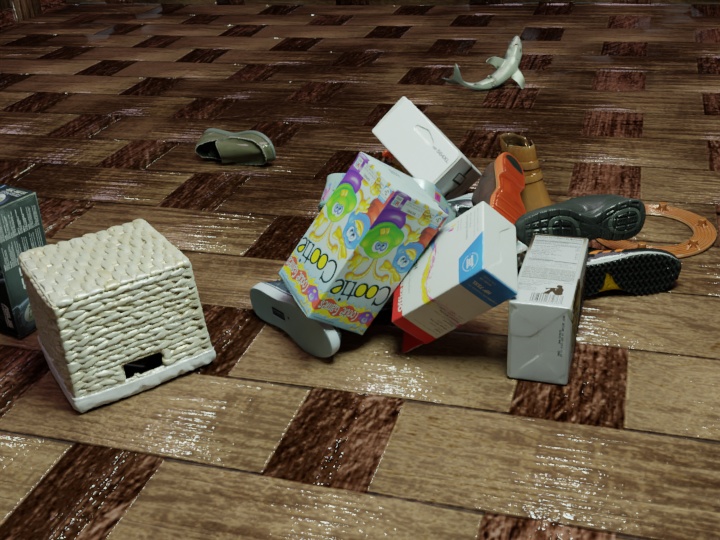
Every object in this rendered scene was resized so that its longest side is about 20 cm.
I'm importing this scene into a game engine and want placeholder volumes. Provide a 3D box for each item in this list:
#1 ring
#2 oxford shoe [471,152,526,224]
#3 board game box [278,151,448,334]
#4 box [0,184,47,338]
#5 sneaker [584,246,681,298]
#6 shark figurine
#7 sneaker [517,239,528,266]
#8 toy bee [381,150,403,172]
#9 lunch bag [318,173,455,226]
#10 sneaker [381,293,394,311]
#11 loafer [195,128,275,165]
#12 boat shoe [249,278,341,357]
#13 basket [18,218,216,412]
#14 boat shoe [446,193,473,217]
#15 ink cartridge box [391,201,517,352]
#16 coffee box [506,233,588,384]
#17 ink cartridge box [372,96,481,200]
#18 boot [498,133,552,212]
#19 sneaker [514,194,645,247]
[{"bbox_3d":[0.482,-0.072,1.448,0.200,0.019,0.201,-3,27,2],"label":"ring"},{"bbox_3d":[0.211,-0.097,1.362,0.072,0.071,0.200,-35,25,38],"label":"oxford shoe"},{"bbox_3d":[0.001,-0.033,1.143,0.105,0.200,0.103,20,22,-41],"label":"board game box"},{"bbox_3d":[-0.543,-0.022,1.288,0.163,0.201,0.086,13,31,28],"label":"box"},{"bbox_3d":[0.365,-0.011,1.290,0.199,0.070,0.090,-7,31,-2],"label":"sneaker"},{"bbox_3d":[0.326,-0.490,2.223,0.214,0.128,0.089,-26,5,-5],"label":"shark figurine"},{"bbox_3d":[0.236,-0.026,1.351,0.200,0.071,0.080,-6,32,13],"label":"sneaker"},{"bbox_3d":[0.032,-0.156,1.567,0.131,0.109,0.200,9,30,31],"label":"toy bee"},{"bbox_3d":[0.037,-0.089,1.375,0.199,0.160,0.077,4,68,27],"label":"lunch bag"},{"bbox_3d":[0.000,0.000,1.309,0.095,0.080,0.200,-21,32,-25],"label":"sneaker"},{"bbox_3d":[-0.264,-0.249,1.834,0.200,0.075,0.070,9,42,33],"label":"loafer"},{"bbox_3d":[-0.068,0.051,1.228,0.091,0.071,0.200,-24,33,-30],"label":"boat shoe"},{"bbox_3d":[-0.328,0.049,1.173,0.198,0.161,0.200,-20,30,-26],"label":"basket"},{"bbox_3d":[0.141,-0.085,1.459,0.199,0.072,0.068,3,26,17],"label":"boat shoe"},{"bbox_3d":[0.106,0.013,1.136,0.200,0.067,0.116,-33,36,37],"label":"ink cartridge box"},{"bbox_3d":[0.248,0.045,1.156,0.080,0.113,0.200,6,29,18],"label":"coffee box"},{"bbox_3d":[0.117,-0.202,1.513,0.146,0.084,0.200,48,11,15],"label":"ink cartridge box"},{"bbox_3d":[0.289,-0.133,1.439,0.076,0.156,0.200,-14,29,-19],"label":"boot"},{"bbox_3d":[0.314,-0.072,1.294,0.199,0.076,0.091,-7,22,-14],"label":"sneaker"}]
